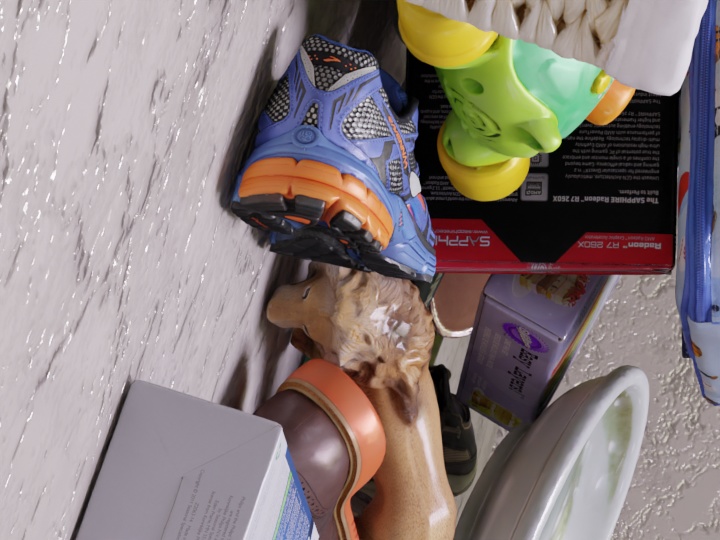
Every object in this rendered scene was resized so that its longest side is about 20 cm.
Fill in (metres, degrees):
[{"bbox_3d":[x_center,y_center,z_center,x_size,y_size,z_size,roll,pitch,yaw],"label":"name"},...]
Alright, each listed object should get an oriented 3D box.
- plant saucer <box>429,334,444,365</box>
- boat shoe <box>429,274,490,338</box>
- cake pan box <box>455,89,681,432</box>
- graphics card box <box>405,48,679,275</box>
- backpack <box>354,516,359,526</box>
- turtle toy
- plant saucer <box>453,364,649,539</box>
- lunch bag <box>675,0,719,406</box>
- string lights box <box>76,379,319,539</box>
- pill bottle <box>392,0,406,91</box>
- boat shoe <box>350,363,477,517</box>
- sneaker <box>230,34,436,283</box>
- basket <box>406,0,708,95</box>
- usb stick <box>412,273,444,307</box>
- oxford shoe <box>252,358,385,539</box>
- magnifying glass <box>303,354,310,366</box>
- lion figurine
[{"bbox_3d":[0.019,0.090,1.504,0.200,0.031,0.201,20,90,-88],"label":"plant saucer"},{"bbox_3d":[0.064,-0.044,1.361,0.075,0.072,0.201,-14,125,-27],"label":"boat shoe"},{"bbox_3d":[0.119,-0.029,1.212,0.201,0.052,0.184,-59,174,-18],"label":"cake pan box"},{"bbox_3d":[0.082,-0.099,1.081,0.051,0.125,0.201,7,83,-82],"label":"graphics card box"},{"bbox_3d":[0.015,0.240,1.342,0.154,0.199,0.191,-65,-178,-41],"label":"backpack"},{"bbox_3d":[0.059,-0.135,0.985,0.146,0.100,0.201,68,7,-62],"label":"turtle toy"},{"bbox_3d":[0.084,0.134,1.206,0.201,0.050,0.201,-56,160,-33],"label":"plant saucer"},{"bbox_3d":[0.180,-0.031,1.083,0.200,0.075,0.161,64,26,-69],"label":"lunch bag"},{"bbox_3d":[-0.063,0.120,0.907,0.200,0.059,0.103,83,25,-73],"label":"string lights box"},{"bbox_3d":[0.080,-0.152,1.166,0.113,0.112,0.201,-11,117,-82],"label":"pill bottle"},{"bbox_3d":[0.027,0.080,1.277,0.200,0.074,0.074,-29,134,-75],"label":"boat shoe"},{"bbox_3d":[0.000,-0.043,0.975,0.200,0.075,0.079,61,43,-82],"label":"sneaker"},{"bbox_3d":[0.074,-0.201,0.821,0.199,0.160,0.201,-63,167,-54],"label":"basket"},{"bbox_3d":[0.033,-0.007,1.317,0.201,0.032,0.055,-65,175,26],"label":"usb stick"},{"bbox_3d":[-0.043,0.115,1.094,0.072,0.071,0.200,-37,157,-27],"label":"oxford shoe"},{"bbox_3d":[0.000,0.000,1.277,0.080,0.022,0.201,82,27,-72],"label":"magnifying glass"},{"bbox_3d":[0.014,0.076,1.118,0.201,0.072,0.122,68,-10,-15],"label":"lion figurine"}]
